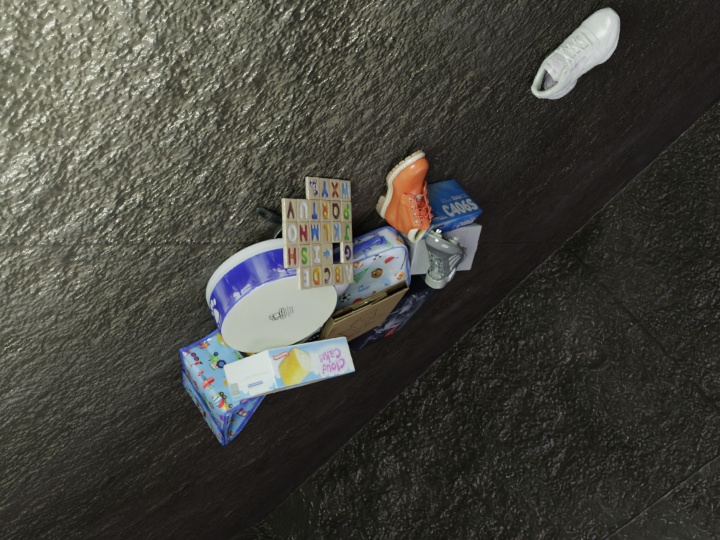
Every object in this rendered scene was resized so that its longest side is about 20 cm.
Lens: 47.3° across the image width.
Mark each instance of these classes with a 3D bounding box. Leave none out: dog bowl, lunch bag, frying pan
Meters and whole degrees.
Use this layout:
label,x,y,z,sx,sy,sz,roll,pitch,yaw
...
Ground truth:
label,x,y,z,sx,sy,sz,roll,pitch,yaw
dog bowl,-0.141,0.043,1.322,0.200,0.079,0.200,-19,146,-13
lunch bag,-0.267,0.226,1.519,0.094,0.151,0.200,-29,161,-32
lunch bag,0.000,0.000,1.546,0.200,0.076,0.160,-23,141,-9
frying pan,-0.118,-0.062,1.292,0.190,0.031,0.115,2,139,-45

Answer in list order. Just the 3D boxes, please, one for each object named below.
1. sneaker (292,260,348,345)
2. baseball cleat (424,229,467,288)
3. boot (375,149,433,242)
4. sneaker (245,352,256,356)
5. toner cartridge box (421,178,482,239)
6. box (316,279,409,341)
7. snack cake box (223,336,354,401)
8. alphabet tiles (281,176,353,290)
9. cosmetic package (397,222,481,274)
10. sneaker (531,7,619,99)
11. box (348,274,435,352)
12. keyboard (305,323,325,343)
label,x,y,z,sx,sy,sz,roll,pitch,yaw
sneaker,-0.078,0.069,1.468,0.073,0.071,0.200,20,124,-29
baseball cleat,0.157,-0.016,1.575,0.106,0.070,0.200,-63,157,3
boot,0.097,-0.130,1.460,0.075,0.107,0.200,-31,161,-23
sneaker,-0.182,0.101,1.478,0.075,0.090,0.200,-34,163,-20
toner cartridge box,0.154,-0.123,1.624,0.200,0.095,0.043,-20,154,-52
box,-0.003,0.092,1.551,0.163,0.021,0.200,-25,164,-22
snack cake box,-0.121,0.169,1.422,0.115,0.067,0.200,-23,169,38
alphabet tiles,-0.062,-0.058,1.251,0.008,0.167,0.200,0,-177,27
cosmetic package,0.153,-0.054,1.689,0.200,0.071,0.101,-3,113,-45
sneaker,0.386,-0.382,1.479,0.100,0.075,0.200,-22,156,-51
box,0.058,0.073,1.924,0.182,0.104,0.200,-19,154,-49
keyboard,-0.079,0.137,1.646,0.200,0.104,0.040,-27,-152,-2
